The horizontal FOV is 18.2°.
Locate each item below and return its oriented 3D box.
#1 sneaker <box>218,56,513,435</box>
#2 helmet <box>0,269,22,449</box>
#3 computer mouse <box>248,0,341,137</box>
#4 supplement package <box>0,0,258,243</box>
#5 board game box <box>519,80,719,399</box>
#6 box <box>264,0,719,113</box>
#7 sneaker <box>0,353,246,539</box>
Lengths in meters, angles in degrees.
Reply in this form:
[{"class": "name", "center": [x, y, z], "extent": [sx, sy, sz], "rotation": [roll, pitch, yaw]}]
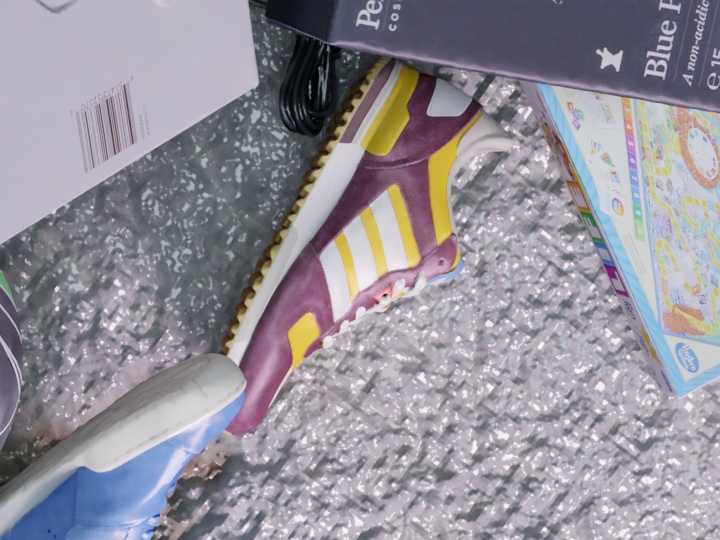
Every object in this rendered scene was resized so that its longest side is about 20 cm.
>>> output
[{"class": "sneaker", "center": [0.000, 0.000, 1.085], "extent": [0.090, 0.075, 0.201], "rotation": [28, 91, -5]}, {"class": "helmet", "center": [-0.245, 0.033, 0.998], "extent": [0.191, 0.200, 0.200], "rotation": [44, 87, 7]}, {"class": "computer mouse", "center": [-0.095, -0.143, 1.073], "extent": [0.199, 0.044, 0.110], "rotation": [17, 93, -11]}, {"class": "supplement package", "center": [-0.150, -0.117, 0.912], "extent": [0.200, 0.110, 0.157], "rotation": [-36, 129, -46]}, {"class": "board game box", "center": [0.172, -0.056, 1.129], "extent": [0.134, 0.034, 0.201], "rotation": [-26, 98, -7]}, {"class": "box", "center": [0.079, -0.186, 1.006], "extent": [0.198, 0.117, 0.198], "rotation": [8, 100, -17]}, {"class": "sneaker", "center": [-0.111, 0.130, 1.059], "extent": [0.199, 0.077, 0.111], "rotation": [-36, 98, 14]}]
